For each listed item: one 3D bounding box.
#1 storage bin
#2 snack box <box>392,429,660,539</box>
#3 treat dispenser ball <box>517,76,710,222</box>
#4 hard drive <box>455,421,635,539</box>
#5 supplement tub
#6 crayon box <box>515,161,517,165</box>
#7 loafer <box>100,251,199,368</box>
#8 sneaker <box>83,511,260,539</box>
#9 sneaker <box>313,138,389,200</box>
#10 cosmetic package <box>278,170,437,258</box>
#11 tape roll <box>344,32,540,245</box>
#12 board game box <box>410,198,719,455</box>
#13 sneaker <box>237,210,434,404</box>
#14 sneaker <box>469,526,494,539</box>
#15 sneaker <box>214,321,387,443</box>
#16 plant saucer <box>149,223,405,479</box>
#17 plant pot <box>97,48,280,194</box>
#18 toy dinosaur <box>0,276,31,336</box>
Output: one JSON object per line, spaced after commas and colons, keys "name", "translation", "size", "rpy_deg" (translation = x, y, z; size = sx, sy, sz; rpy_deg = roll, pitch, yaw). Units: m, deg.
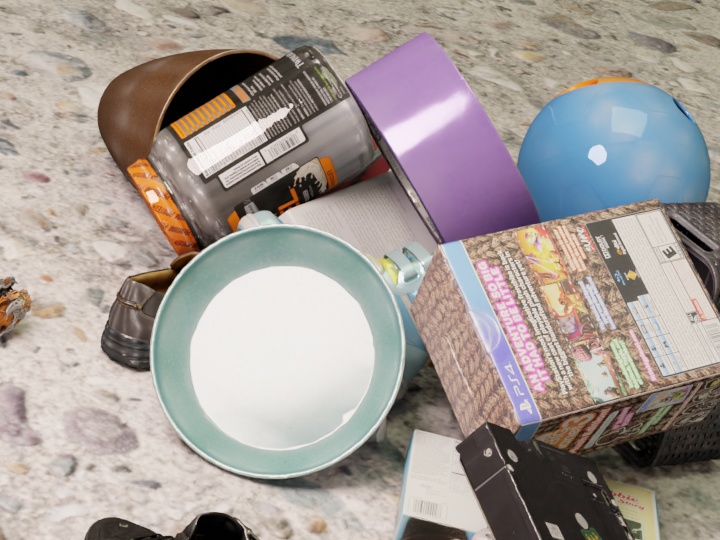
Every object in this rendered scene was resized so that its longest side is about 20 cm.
{"name": "storage bin", "translation": [0.271, 0.054, 1.353], "size": [0.093, 0.201, 0.135], "rpy_deg": [-3, 31, -30]}
{"name": "snack box", "translation": [0.128, 0.188, 1.203], "size": [0.199, 0.037, 0.116], "rpy_deg": [14, 28, 0]}
{"name": "treat dispenser ball", "translation": [0.262, -0.100, 1.650], "size": [0.200, 0.202, 0.201], "rpy_deg": [12, 26, -6]}
{"name": "hard drive", "translation": [0.150, 0.204, 1.073], "size": [0.139, 0.038, 0.201], "rpy_deg": [23, 33, -45]}
{"name": "supplement tub", "translation": [-0.098, -0.100, 1.404], "size": [0.199, 0.123, 0.123], "rpy_deg": [-32, 39, -6]}
{"name": "crayon box", "translation": [0.102, -0.074, 1.687], "size": [0.126, 0.051, 0.200], "rpy_deg": [15, 27, 1]}
{"name": "loafer", "translation": [-0.139, 0.019, 1.358], "size": [0.072, 0.073, 0.200], "rpy_deg": [24, 27, 22]}
{"name": "sneaker", "translation": [-0.103, 0.188, 1.011], "size": [0.060, 0.105, 0.199], "rpy_deg": [-13, 37, -42]}
{"name": "sneaker", "translation": [-0.010, -0.096, 1.529], "size": [0.073, 0.087, 0.200], "rpy_deg": [25, 44, 26]}
{"name": "cosmetic package", "translation": [-0.005, -0.020, 1.459], "size": [0.200, 0.071, 0.102], "rpy_deg": [-24, 81, -52]}
{"name": "tape roll", "translation": [0.071, -0.102, 1.393], "size": [0.085, 0.200, 0.200], "rpy_deg": [-30, 35, 0]}
{"name": "board game box", "translation": [0.165, 0.051, 1.228], "size": [0.199, 0.097, 0.160], "rpy_deg": [-11, 61, -20]}
{"name": "sneaker", "translation": [0.000, 0.000, 1.324], "size": [0.200, 0.131, 0.080], "rpy_deg": [48, -8, -11]}
{"name": "sneaker", "translation": [0.072, 0.235, 1.046], "size": [0.088, 0.081, 0.200], "rpy_deg": [37, 33, 25]}
{"name": "sneaker", "translation": [-0.063, 0.083, 1.286], "size": [0.200, 0.078, 0.077], "rpy_deg": [35, 64, 20]}
{"name": "plant saucer", "translation": [-0.063, 0.064, 1.235], "size": [0.199, 0.201, 0.036], "rpy_deg": [19, -14, 9]}
{"name": "plant pot", "translation": [-0.172, -0.136, 1.560], "size": [0.186, 0.188, 0.200], "rpy_deg": [-7, 18, -36]}
{"name": "toy dinosaur", "translation": [-0.360, 0.015, 1.243], "size": [0.200, 0.102, 0.136], "rpy_deg": [15, 33, -53]}
